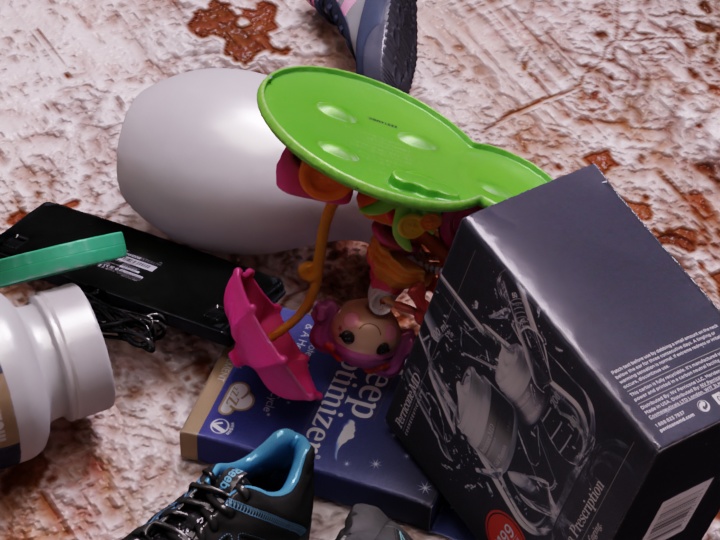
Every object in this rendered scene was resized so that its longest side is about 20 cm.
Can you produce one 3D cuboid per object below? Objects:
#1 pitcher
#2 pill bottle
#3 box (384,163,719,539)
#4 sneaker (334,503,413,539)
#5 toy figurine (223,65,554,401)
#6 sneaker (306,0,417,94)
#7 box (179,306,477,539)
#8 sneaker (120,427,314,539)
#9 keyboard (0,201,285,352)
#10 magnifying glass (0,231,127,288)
[{"bbox_3d":[-0.045,-0.067,1.708,0.200,0.121,0.172,10,5,18],"label":"pitcher"},{"bbox_3d":[-0.256,0.076,1.564,0.200,0.111,0.111,-18,51,-17],"label":"pill bottle"},{"bbox_3d":[0.124,0.078,1.493,0.104,0.200,0.182,-22,59,-30],"label":"box"},{"bbox_3d":[0.011,0.187,1.456,0.079,0.075,0.200,29,17,2],"label":"sneaker"},{"bbox_3d":[0.000,0.000,1.563,0.200,0.184,0.150,18,27,-13],"label":"toy figurine"},{"bbox_3d":[-0.004,-0.188,1.855,0.082,0.070,0.200,-10,44,12],"label":"sneaker"},{"bbox_3d":[0.001,0.093,1.612,0.200,0.032,0.121,17,49,11],"label":"box"},{"bbox_3d":[-0.100,0.152,1.486,0.073,0.082,0.200,30,35,24],"label":"sneaker"},{"bbox_3d":[-0.155,0.015,1.673,0.200,0.040,0.104,18,37,29],"label":"keyboard"},{"bbox_3d":[-0.239,0.006,1.629,0.200,0.022,0.080,-12,1,22],"label":"magnifying glass"}]
